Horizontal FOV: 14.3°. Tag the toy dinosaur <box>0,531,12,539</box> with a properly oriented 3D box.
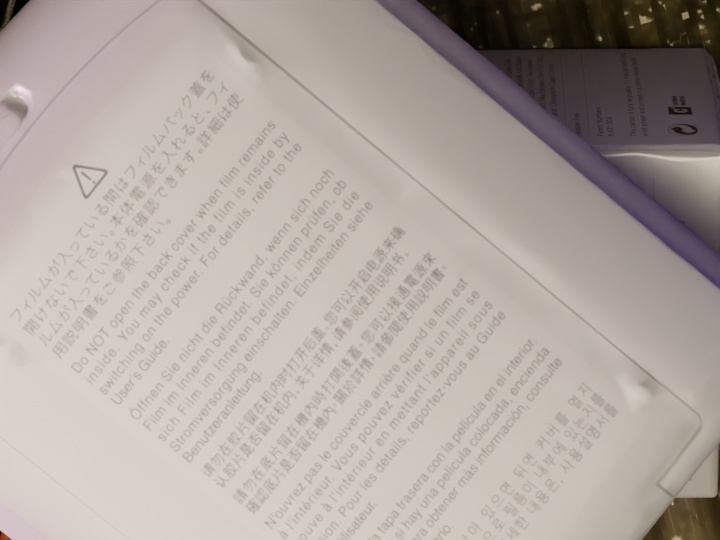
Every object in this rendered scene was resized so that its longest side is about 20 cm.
[{"bbox_3d":[-0.078,0.130,0.824,0.200,0.105,0.181,53,133,1],"label":"toy dinosaur"}]

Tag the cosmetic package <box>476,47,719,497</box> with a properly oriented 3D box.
[{"bbox_3d":[0.000,0.000,0.797,0.198,0.085,0.108,1,114,3],"label":"cosmetic package"}]

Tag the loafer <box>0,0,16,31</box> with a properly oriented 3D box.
[{"bbox_3d":[-0.107,-0.116,0.743,0.067,0.076,0.201,32,124,35],"label":"loafer"}]

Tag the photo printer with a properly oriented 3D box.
[{"bbox_3d":[-0.018,0.015,0.708,0.200,0.069,0.167,38,91,-7],"label":"photo printer"}]
